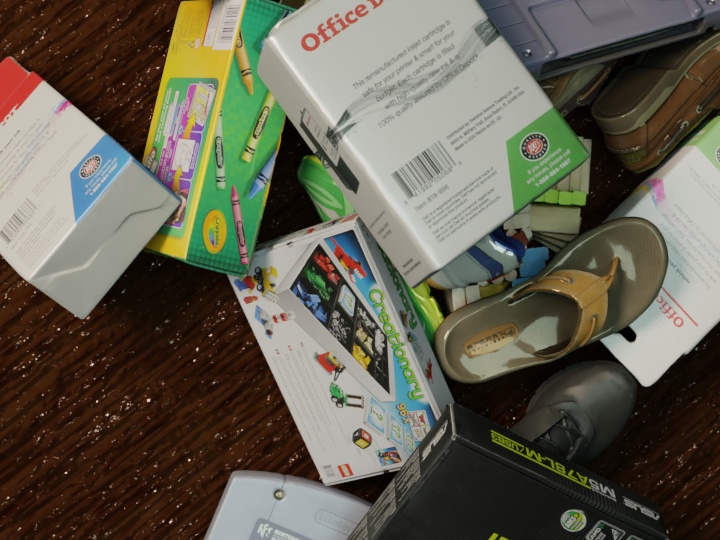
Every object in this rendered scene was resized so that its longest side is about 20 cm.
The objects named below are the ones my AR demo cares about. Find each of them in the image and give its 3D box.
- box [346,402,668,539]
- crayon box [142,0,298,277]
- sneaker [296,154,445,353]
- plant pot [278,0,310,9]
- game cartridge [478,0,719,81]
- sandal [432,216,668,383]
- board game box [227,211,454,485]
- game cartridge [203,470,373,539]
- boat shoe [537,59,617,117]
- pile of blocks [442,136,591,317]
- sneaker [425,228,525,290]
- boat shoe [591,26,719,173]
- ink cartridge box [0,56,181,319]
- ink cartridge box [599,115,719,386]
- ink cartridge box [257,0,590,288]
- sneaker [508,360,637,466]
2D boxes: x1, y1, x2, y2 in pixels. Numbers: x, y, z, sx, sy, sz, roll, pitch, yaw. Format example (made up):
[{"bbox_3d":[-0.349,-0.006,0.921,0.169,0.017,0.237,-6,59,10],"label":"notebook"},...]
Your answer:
[{"bbox_3d":[0.097,0.217,1.034,0.192,0.048,0.201,26,118,-18],"label":"box"},{"bbox_3d":[-0.113,-0.104,1.043,0.058,0.118,0.202,13,90,-32],"label":"crayon box"},{"bbox_3d":[0.000,0.000,1.083,0.083,0.074,0.201,-30,94,-8],"label":"sneaker"},{"bbox_3d":[0.025,-0.176,1.106,0.198,0.027,0.202,0,92,-6],"label":"plant pot"},{"bbox_3d":[0.175,-0.219,1.070,0.198,0.039,0.130,-18,62,-16],"label":"game cartridge"},{"bbox_3d":[0.148,0.030,1.045,0.199,0.054,0.081,-27,94,4],"label":"sandal"},{"bbox_3d":[-0.011,0.063,1.056,0.125,0.035,0.201,-16,105,29],"label":"board game box"},{"bbox_3d":[-0.031,0.245,1.105,0.199,0.042,0.134,24,85,-5],"label":"game cartridge"},{"bbox_3d":[0.165,-0.165,1.096,0.072,0.072,0.200,32,62,18],"label":"boat shoe"},{"bbox_3d":[0.135,-0.024,1.101,0.082,0.062,0.201,28,89,-5],"label":"pile of blocks"},{"bbox_3d":[0.076,-0.089,1.051,0.087,0.075,0.202,-9,99,21],"label":"sneaker"},{"bbox_3d":[0.270,-0.163,1.115,0.200,0.072,0.068,-41,122,-10],"label":"boat shoe"},{"bbox_3d":[-0.239,-0.068,1.033,0.116,0.067,0.200,-50,50,-2],"label":"ink cartridge box"},{"bbox_3d":[0.257,-0.015,1.109,0.200,0.067,0.117,-44,94,-3],"label":"ink cartridge box"},{"bbox_3d":[0.041,-0.113,0.967,0.146,0.083,0.201,-35,88,-15],"label":"ink cartridge box"},{"bbox_3d":[0.137,0.148,1.075,0.200,0.091,0.076,-41,93,9],"label":"sneaker"}]
